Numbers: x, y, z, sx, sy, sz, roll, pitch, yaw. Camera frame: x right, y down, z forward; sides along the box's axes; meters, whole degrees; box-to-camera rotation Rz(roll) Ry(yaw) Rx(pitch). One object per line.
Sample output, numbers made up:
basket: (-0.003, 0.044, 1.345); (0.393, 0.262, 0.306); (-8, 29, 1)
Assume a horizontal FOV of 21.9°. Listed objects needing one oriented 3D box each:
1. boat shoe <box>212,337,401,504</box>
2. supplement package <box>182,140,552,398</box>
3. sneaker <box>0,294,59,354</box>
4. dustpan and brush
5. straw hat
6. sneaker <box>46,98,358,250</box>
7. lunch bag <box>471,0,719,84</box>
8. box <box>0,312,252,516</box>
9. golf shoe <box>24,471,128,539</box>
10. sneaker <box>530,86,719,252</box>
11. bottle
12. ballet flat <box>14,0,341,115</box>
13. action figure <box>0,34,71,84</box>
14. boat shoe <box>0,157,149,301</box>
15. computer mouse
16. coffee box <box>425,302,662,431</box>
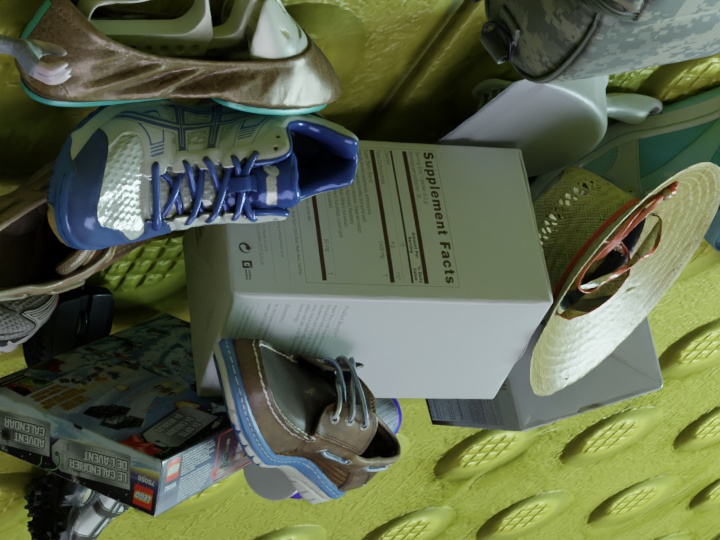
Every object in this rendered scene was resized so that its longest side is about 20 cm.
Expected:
boat shoe: (-0.028, 0.080, 1.104); (0.072, 0.073, 0.200); (-19, 156, 9)
supplement package: (0.000, 0.000, 1.155); (0.199, 0.120, 0.121); (2, 146, -17)
sneaker: (-0.235, -0.007, 1.044); (0.082, 0.078, 0.200); (-36, 151, 19)
dustpan and brush: (0.131, -0.101, 1.214); (0.199, 0.058, 0.139); (7, 152, -36)
straw hat: (0.144, -0.020, 1.207); (0.201, 0.085, 0.201); (-41, 158, -21)
sneaker: (-0.079, -0.057, 1.004); (0.200, 0.088, 0.076); (-27, 126, -48)
lunch bag: (0.173, -0.180, 0.997); (0.199, 0.140, 0.168); (-11, 150, -22)
box: (-0.125, 0.085, 1.170); (0.200, 0.136, 0.040); (-22, 126, -58)
golf shoe: (-0.195, 0.168, 1.394); (0.094, 0.078, 0.200); (-10, 151, -27)
sneaker: (0.223, -0.044, 1.292); (0.199, 0.131, 0.080); (-23, 155, -2)
bottle: (-0.031, 0.127, 1.390); (0.083, 0.065, 0.200); (-36, 175, 17)
ballet flat: (-0.086, -0.125, 0.986); (0.199, 0.068, 0.073); (0, 126, -32)
action figure: (-0.206, -0.140, 0.768); (0.148, 0.135, 0.200); (-15, 149, -16)
boat shoe: (-0.164, -0.019, 1.027); (0.064, 0.072, 0.200); (7, -159, 35)
computer mouse: (-0.171, 0.014, 1.182); (0.058, 0.034, 0.200); (-7, 148, -29)
coffee box: (0.125, 0.064, 1.370); (0.114, 0.080, 0.200); (-14, -179, -15)
